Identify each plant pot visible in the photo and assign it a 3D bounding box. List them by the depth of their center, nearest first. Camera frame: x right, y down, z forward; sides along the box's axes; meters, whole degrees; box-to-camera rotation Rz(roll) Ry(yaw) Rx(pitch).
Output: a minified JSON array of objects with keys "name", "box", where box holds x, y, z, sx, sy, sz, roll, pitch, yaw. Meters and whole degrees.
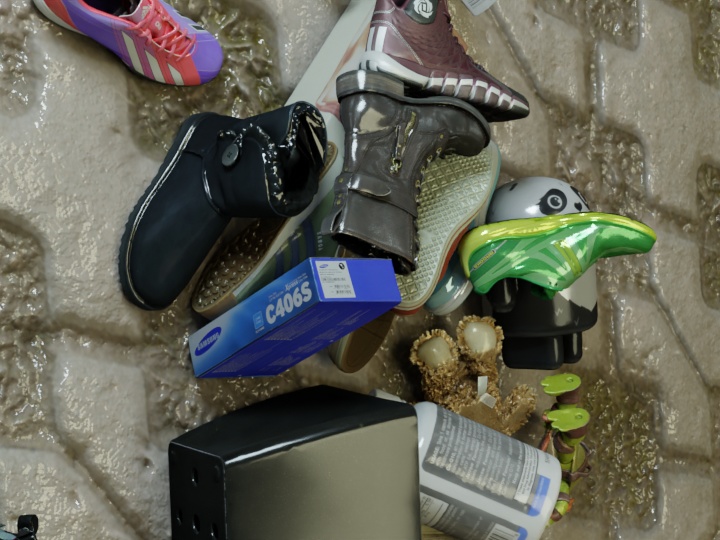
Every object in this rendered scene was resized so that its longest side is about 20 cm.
[{"name":"plant pot","box":[-0.068,0.220,1.508,0.177,0.200,0.200,-4,94,-28]}]

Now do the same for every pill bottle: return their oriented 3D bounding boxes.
[{"name":"pill bottle","box":[0.086,0.198,1.633,0.200,0.114,0.114,24,74,-6]}]

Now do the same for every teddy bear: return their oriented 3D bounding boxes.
[{"name":"teddy bear","box":[0.109,0.141,1.718,0.145,0.067,0.200,-38,117,-16]}]

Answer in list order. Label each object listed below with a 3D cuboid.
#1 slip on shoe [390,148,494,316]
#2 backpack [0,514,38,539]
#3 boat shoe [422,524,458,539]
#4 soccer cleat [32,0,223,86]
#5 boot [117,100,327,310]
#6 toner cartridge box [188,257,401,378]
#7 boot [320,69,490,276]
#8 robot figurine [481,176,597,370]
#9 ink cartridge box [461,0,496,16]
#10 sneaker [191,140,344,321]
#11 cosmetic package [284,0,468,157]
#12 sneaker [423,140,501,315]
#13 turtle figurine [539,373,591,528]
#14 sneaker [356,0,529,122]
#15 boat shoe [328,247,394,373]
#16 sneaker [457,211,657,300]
[{"name":"slip on shoe","box":[0.070,-0.041,1.612,0.074,0.061,0.200,23,66,6]},{"name":"backpack","box":[-0.359,0.253,1.299,0.200,0.126,0.167,30,61,-35]},{"name":"boat shoe","box":[0.082,0.283,1.712,0.200,0.072,0.072,13,97,-40]},{"name":"soccer cleat","box":[-0.192,-0.216,1.459,0.200,0.073,0.068,26,75,-37]},{"name":"boot","box":[-0.120,-0.057,1.462,0.076,0.168,0.201,33,71,-36]},{"name":"toner cartridge box","box":[-0.062,0.045,1.493,0.095,0.200,0.043,3,66,-40]},{"name":"boot","box":[0.040,-0.078,1.520,0.200,0.069,0.175,15,67,-38]},{"name":"robot figurine","box":[0.188,0.002,1.748,0.124,0.150,0.201,-4,95,-2]},{"name":"ink cartridge box","box":[0.043,-0.362,1.607,0.047,0.200,0.198,-40,124,9]},{"name":"sneaker","box":[-0.060,-0.018,1.539,0.090,0.067,0.200,37,96,-34]},{"name":"cosmetic package","box":[0.007,-0.173,1.618,0.103,0.087,0.200,44,65,-33]},{"name":"sneaker","box":[0.065,-0.064,1.678,0.130,0.079,0.201,29,64,-39]},{"name":"turtle figurine","box":[0.210,0.200,1.737,0.200,0.064,0.162,-74,169,-48]},{"name":"sneaker","box":[0.089,-0.214,1.583,0.200,0.076,0.116,13,79,-39]},{"name":"boat shoe","box":[0.000,0.000,1.634,0.072,0.065,0.201,14,90,-60]},{"name":"sneaker","box":[0.195,-0.014,1.652,0.199,0.074,0.084,-7,91,-7]}]
